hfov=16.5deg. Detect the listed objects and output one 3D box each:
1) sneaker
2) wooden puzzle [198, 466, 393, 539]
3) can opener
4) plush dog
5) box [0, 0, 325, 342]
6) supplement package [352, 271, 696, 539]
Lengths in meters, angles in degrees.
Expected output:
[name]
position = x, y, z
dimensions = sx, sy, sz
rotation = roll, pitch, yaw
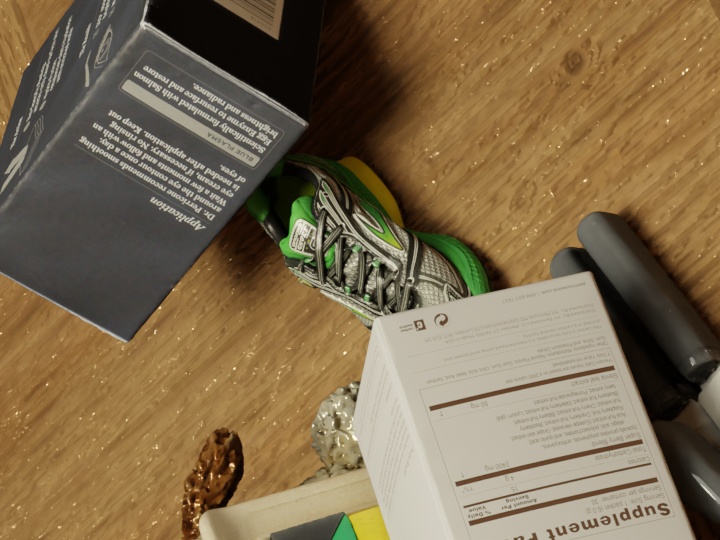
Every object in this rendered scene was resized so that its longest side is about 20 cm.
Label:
[sneaker]
position = 0.000, 0.000, 1.418
dimensions = 0.200, 0.085, 0.078
rotation = 41, 115, 40
[wooden puzzle]
position = 0.036, 0.179, 1.287
dimensions = 0.037, 0.200, 0.185
rotation = 110, 142, -56
[can opener]
position = 0.153, 0.050, 1.267
dimensions = 0.053, 0.067, 0.200
rotation = -54, 52, 27
[plush dog]
position = -0.030, 0.175, 1.368
dimensions = 0.160, 0.172, 0.200
rotation = -45, 57, 34
[box]
position = -0.122, -0.103, 1.473
dimensions = 0.200, 0.117, 0.197
rotation = -48, 21, 32
[supplement package]
position = 0.084, 0.124, 1.239
dimensions = 0.121, 0.120, 0.200
rotation = 102, 153, -59
